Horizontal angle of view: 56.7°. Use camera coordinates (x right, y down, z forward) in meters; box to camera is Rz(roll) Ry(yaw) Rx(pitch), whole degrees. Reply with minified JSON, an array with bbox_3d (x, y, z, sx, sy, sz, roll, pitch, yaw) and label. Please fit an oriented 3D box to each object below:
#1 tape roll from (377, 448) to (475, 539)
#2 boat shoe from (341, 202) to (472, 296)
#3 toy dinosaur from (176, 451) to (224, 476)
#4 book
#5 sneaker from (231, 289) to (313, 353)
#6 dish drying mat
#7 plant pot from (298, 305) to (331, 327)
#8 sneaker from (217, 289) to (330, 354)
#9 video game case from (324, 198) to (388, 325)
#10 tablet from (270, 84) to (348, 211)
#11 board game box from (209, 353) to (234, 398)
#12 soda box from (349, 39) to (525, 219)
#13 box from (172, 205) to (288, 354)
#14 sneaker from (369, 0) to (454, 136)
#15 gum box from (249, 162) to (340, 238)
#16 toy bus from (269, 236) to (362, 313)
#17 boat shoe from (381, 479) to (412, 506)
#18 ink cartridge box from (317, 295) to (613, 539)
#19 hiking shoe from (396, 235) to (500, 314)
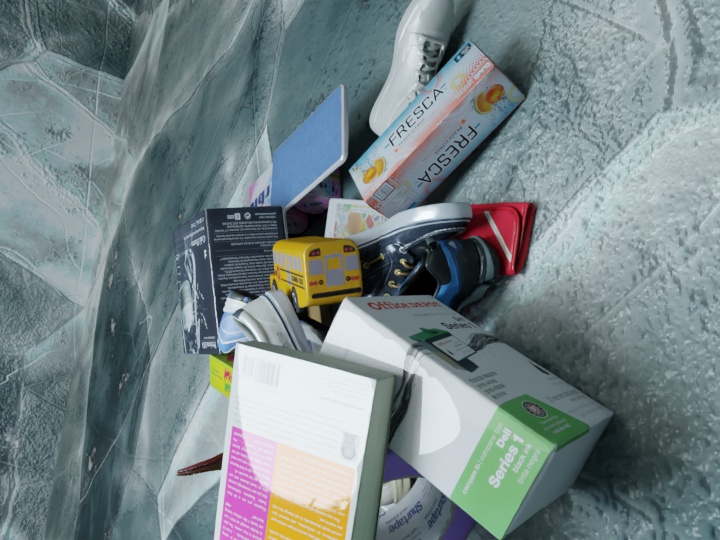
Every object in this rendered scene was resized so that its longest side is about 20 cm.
[{"bbox_3d":[0.012,0.216,0.615,0.201,0.199,0.066,-62,34,21],"label":"tape roll"},{"bbox_3d":[0.050,-0.009,0.730,0.200,0.070,0.092,-20,76,50],"label":"boat shoe"},{"bbox_3d":[-0.117,0.210,0.851,0.105,0.200,0.182,-47,25,15],"label":"toy dinosaur"},{"bbox_3d":[-0.051,0.166,0.510,0.133,0.048,0.202,10,94,30],"label":"book"},{"bbox_3d":[-0.079,0.122,0.732,0.201,0.070,0.073,62,160,14],"label":"sneaker"},{"bbox_3d":[0.108,-0.036,0.735,0.200,0.018,0.077,5,83,58],"label":"dish drying mat"},{"bbox_3d":[-0.089,0.077,0.964,0.200,0.027,0.202,9,101,61],"label":"plant pot"},{"bbox_3d":[-0.083,0.095,0.828,0.077,0.199,0.076,-65,9,0],"label":"sneaker"},{"bbox_3d":[0.000,0.000,0.871,0.200,0.023,0.183,14,97,59],"label":"video game case"},{"bbox_3d":[-0.077,-0.165,0.961,0.200,0.014,0.131,-32,51,46],"label":"tablet"},{"bbox_3d":[-0.127,0.149,0.907,0.200,0.101,0.048,9,101,60],"label":"board game box"},{"bbox_3d":[0.080,-0.149,0.740,0.200,0.063,0.069,-44,42,19],"label":"soda box"},{"bbox_3d":[-0.191,0.020,0.991,0.200,0.123,0.198,-14,84,61],"label":"box"},{"bbox_3d":[0.083,-0.233,0.811,0.116,0.073,0.201,58,136,48],"label":"sneaker"},{"bbox_3d":[-0.112,-0.119,1.073,0.200,0.066,0.114,-35,50,46],"label":"gum box"},{"bbox_3d":[-0.059,0.002,0.781,0.200,0.065,0.079,-168,71,-71],"label":"toy bus"},{"bbox_3d":[0.010,0.154,0.731,0.072,0.064,0.202,107,155,-77],"label":"boat shoe"},{"bbox_3d":[0.079,0.101,0.541,0.200,0.146,0.085,34,108,31],"label":"ink cartridge box"},{"bbox_3d":[0.065,0.047,0.695,0.075,0.086,0.201,58,136,50],"label":"hiking shoe"}]
